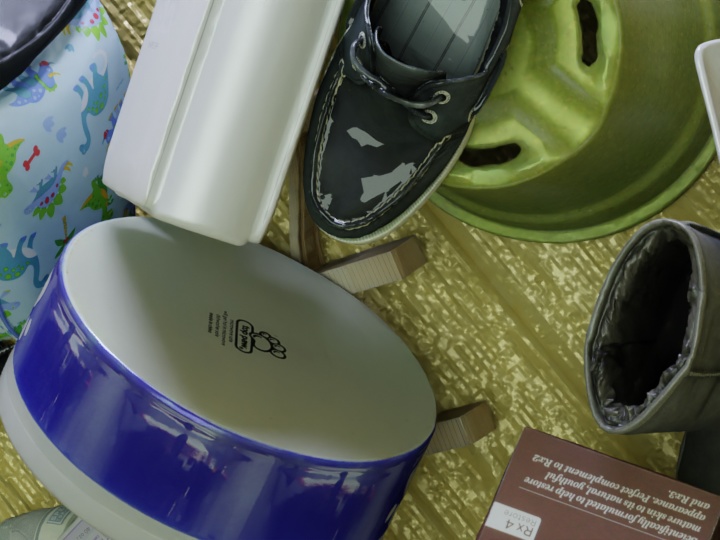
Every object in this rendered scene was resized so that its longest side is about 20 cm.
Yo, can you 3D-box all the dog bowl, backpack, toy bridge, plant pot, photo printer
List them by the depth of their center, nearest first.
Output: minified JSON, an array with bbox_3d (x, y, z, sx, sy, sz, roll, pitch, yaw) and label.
[{"bbox_3d":[-0.053,-0.117,1.326,0.069,0.166,0.200,18,92,-13],"label":"photo printer"},{"bbox_3d":[0.073,-0.106,1.369,0.200,0.184,0.201,1,95,14],"label":"plant pot"},{"bbox_3d":[-0.067,0.061,1.385,0.200,0.200,0.079,32,115,10],"label":"dog bowl"},{"bbox_3d":[-0.185,-0.057,1.439,0.154,0.163,0.200,30,134,12],"label":"backpack"},{"bbox_3d":[0.000,0.000,1.462,0.067,0.027,0.200,-17,101,40],"label":"toy bridge"}]

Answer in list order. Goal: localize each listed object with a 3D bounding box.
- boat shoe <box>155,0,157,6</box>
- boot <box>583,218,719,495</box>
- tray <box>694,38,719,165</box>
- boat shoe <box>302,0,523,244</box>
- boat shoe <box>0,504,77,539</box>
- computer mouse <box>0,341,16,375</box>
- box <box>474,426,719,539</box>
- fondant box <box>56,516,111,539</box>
[{"bbox_3d":[-0.068,-0.119,1.465,0.073,0.065,0.200,19,78,20],"label":"boat shoe"},{"bbox_3d":[0.159,0.066,1.349,0.072,0.200,0.182,9,95,20],"label":"boot"},{"bbox_3d":[0.233,-0.067,1.350,0.022,0.200,0.108,-10,93,54],"label":"tray"},{"bbox_3d":[0.028,-0.100,1.251,0.074,0.066,0.200,36,102,10],"label":"boat shoe"},{"bbox_3d":[-0.148,0.219,1.516,0.071,0.070,0.201,-5,98,38],"label":"boat shoe"},{"bbox_3d":[-0.176,0.042,1.525,0.200,0.034,0.059,-28,60,10],"label":"computer mouse"},{"bbox_3d":[0.112,0.148,1.366,0.100,0.200,0.075,20,74,12],"label":"box"},{"bbox_3d":[-0.051,0.199,1.389,0.200,0.144,0.058,37,75,22],"label":"fondant box"}]
